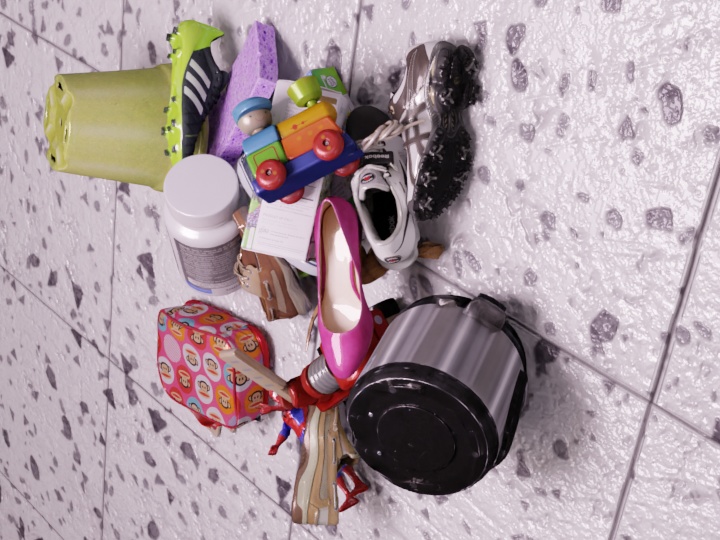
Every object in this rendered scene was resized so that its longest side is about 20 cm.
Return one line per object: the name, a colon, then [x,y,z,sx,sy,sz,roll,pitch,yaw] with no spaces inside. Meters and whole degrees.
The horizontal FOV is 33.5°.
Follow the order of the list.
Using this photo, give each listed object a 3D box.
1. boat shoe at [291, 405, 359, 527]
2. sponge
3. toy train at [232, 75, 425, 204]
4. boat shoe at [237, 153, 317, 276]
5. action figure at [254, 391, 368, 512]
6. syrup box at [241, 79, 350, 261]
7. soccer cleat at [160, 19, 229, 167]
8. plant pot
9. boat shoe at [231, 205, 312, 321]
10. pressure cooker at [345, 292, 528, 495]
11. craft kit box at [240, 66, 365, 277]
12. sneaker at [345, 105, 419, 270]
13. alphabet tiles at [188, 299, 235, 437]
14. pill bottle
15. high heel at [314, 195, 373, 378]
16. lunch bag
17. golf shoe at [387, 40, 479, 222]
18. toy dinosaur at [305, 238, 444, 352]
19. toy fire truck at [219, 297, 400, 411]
boat shoe: [-0.038,0.238,1.561,0.072,0.076,0.201,87,-170,-64]
sponge: [-0.159,-0.217,1.565,0.200,0.030,0.112,-54,34,44]
toy train: [-0.039,-0.165,1.311,0.200,0.085,0.116,-27,75,8]
boat shoe: [-0.082,-0.091,1.463,0.200,0.071,0.091,55,138,21]
action figure: [-0.085,0.241,1.633,0.200,0.099,0.065,54,136,24]
syrup box: [-0.074,-0.115,1.394,0.081,0.079,0.201,12,93,5]
soccer cleat: [-0.214,-0.228,1.564,0.067,0.081,0.201,-5,82,64]
plant pot: [-0.331,-0.198,1.643,0.200,0.184,0.201,4,95,61]
boat shoe: [-0.126,0.001,1.539,0.076,0.072,0.200,61,177,47]
pressure cooker: [0.092,0.123,1.320,0.175,0.200,0.179,-10,117,28]
craft kit box: [-0.056,-0.120,1.510,0.200,0.048,0.198,-37,73,48]
sneaker: [0.022,-0.107,1.362,0.074,0.089,0.201,-18,73,10]
alphabet tiles: [-0.235,0.152,1.836,0.166,0.006,0.200,37,128,34]
pill bottle: [-0.200,-0.060,1.584,0.114,0.114,0.200,51,163,23]
high heel: [-0.026,0.019,1.343,0.067,0.096,0.201,4,81,18]
lunch bag: [-0.218,0.149,1.749,0.200,0.082,0.177,21,118,42]
golf shoe: [0.074,-0.156,1.331,0.094,0.078,0.201,25,111,45]
toy dinosaur: [0.000,0.000,1.412,0.060,0.200,0.106,54,-169,-28]
toy fire truck: [-0.050,0.113,1.463,0.176,0.200,0.129,-39,74,48]
